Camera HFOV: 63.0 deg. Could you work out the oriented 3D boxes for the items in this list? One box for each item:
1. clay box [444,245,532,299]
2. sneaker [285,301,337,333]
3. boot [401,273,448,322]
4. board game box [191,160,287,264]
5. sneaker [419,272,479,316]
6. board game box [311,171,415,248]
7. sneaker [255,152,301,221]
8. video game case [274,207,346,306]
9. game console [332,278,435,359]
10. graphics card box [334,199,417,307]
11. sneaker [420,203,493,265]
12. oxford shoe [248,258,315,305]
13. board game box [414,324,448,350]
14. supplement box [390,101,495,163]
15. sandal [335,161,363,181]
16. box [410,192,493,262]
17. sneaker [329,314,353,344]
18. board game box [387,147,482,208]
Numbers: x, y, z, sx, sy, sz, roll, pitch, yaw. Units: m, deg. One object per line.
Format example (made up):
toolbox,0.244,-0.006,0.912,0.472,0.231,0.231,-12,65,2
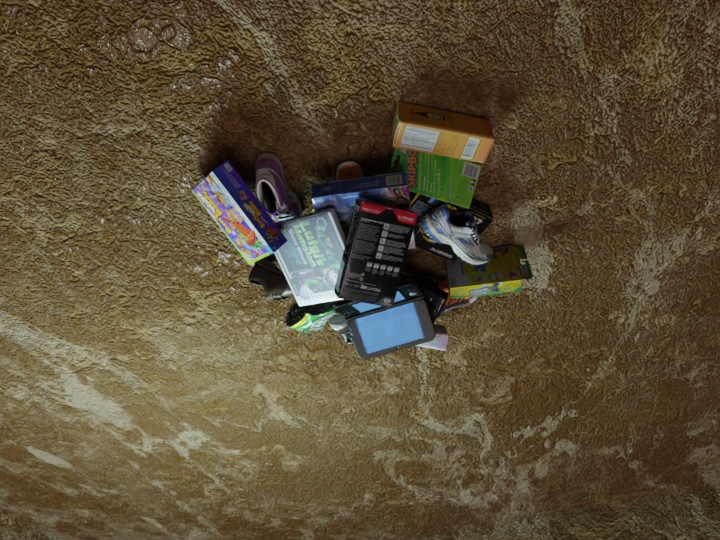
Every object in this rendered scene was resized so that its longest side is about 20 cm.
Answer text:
clay box,0.308,0.002,1.429,0.196,0.116,0.048,-6,138,5
sneaker,-0.106,0.108,1.562,0.198,0.079,0.085,-26,140,35
boot,0.104,0.078,1.489,0.197,0.066,0.166,24,134,2
board game box,-0.254,-0.116,1.230,0.201,0.045,0.134,54,147,-12
sneaker,0.223,0.043,1.496,0.199,0.078,0.112,-33,124,21
board game box,0.012,-0.112,1.253,0.196,0.044,0.200,-7,143,7
sneaker,-0.181,-0.138,1.260,0.071,0.115,0.202,-14,137,10
video game case,-0.097,-0.022,1.255,0.179,0.023,0.202,-10,114,30
game console,0.058,0.116,1.347,0.197,0.120,0.172,-18,162,10
graphics card box,0.029,-0.033,1.191,0.123,0.051,0.203,9,102,-18
sneaker,0.231,-0.081,1.299,0.198,0.078,0.085,26,127,-27
oxford shoe,-0.183,0.046,1.409,0.198,0.085,0.073,24,164,23
board game box,0.122,0.156,1.514,0.196,0.044,0.200,8,-179,6
supplement box,0.161,-0.273,1.167,0.197,0.067,0.069,10,139,-12
sandal,-0.023,-0.143,1.300,0.078,0.060,0.208,-5,137,3
box,0.179,-0.114,1.350,0.198,0.050,0.160,21,130,-23
sneaker,-0.023,0.150,1.521,0.076,0.083,0.200,-11,178,15
board game box,0.153,-0.203,1.235,0.197,0.030,0.097,14,98,-19
